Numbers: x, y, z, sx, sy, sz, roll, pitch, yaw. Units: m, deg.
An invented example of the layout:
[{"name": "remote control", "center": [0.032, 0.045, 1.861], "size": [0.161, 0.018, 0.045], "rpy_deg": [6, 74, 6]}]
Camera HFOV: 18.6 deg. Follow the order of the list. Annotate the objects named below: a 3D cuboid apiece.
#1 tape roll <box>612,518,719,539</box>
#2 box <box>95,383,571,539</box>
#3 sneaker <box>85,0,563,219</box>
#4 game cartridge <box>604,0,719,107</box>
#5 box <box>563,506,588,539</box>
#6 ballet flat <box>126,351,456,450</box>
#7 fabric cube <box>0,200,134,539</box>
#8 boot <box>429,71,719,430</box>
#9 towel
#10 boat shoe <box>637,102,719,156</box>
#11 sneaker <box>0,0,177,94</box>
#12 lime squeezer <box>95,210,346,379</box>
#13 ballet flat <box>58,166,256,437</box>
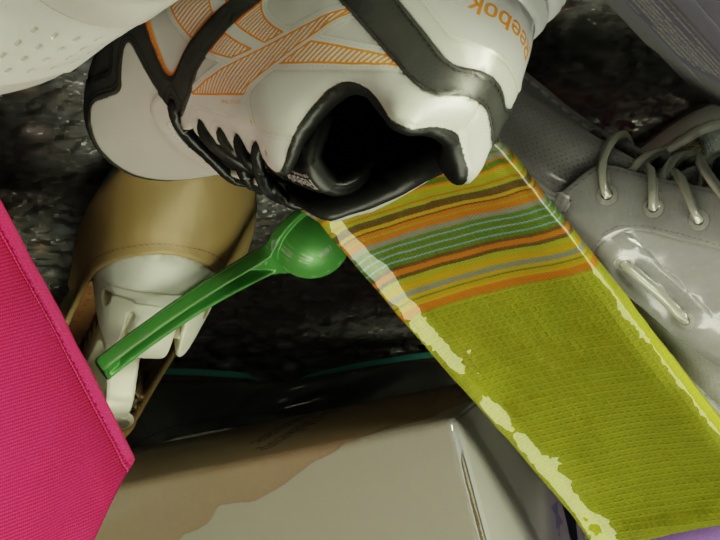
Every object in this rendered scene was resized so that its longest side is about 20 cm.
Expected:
[{"name": "tape roll", "center": [0.184, 0.100, 0.883], "size": [0.199, 0.200, 0.066], "rpy_deg": [18, 110, -35]}, {"name": "box", "center": [-0.026, 0.103, 0.885], "size": [0.199, 0.078, 0.095], "rpy_deg": [-13, -175, 23]}, {"name": "sneaker", "center": [-0.027, -0.054, 0.677], "size": [0.074, 0.080, 0.200], "rpy_deg": [33, 152, -31]}, {"name": "game cartridge", "center": [0.105, -0.085, 0.650], "size": [0.038, 0.130, 0.200], "rpy_deg": [-50, 139, 4]}, {"name": "box", "center": [0.139, 0.167, 0.957], "size": [0.160, 0.201, 0.043], "rpy_deg": [16, 147, -31]}, {"name": "ballet flat", "center": [-0.037, 0.075, 0.976], "size": [0.199, 0.069, 0.068], "rpy_deg": [-5, 154, 2]}, {"name": "fabric cube", "center": [-0.222, 0.076, 0.726], "size": [0.199, 0.200, 0.197], "rpy_deg": [6, 143, 23]}, {"name": "boot", "center": [0.103, -0.027, 0.749], "size": [0.200, 0.074, 0.095], "rpy_deg": [41, 134, -16]}, {"name": "towel", "center": [0.061, 0.026, 0.757], "size": [0.086, 0.018, 0.200], "rpy_deg": [-15, 125, 42]}, {"name": "boat shoe", "center": [0.120, -0.012, 0.838], "size": [0.201, 0.065, 0.074], "rpy_deg": [-17, 149, 22]}, {"name": "sneaker", "center": [-0.089, -0.099, 0.661], "size": [0.199, 0.074, 0.080], "rpy_deg": [-13, 163, 26]}, {"name": "lime squeezer", "center": [0.000, 0.000, 0.822], "size": [0.199, 0.071, 0.038], "rpy_deg": [-5, 169, 4]}, {"name": "ballet flat", "center": [-0.087, 0.020, 0.872], "size": [0.068, 0.063, 0.200], "rpy_deg": [8, 149, -17]}]
